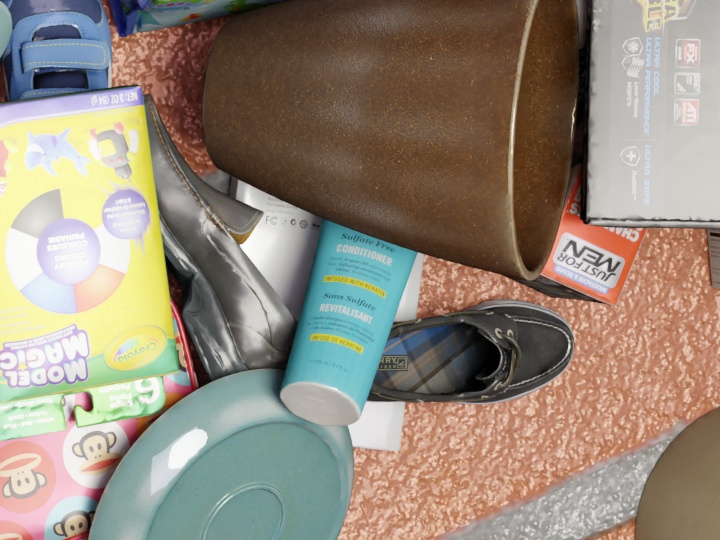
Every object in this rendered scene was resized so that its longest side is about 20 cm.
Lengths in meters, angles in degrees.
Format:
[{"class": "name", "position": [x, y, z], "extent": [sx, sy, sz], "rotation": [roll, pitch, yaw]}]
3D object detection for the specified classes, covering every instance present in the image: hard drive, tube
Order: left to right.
[{"class": "hard drive", "position": [-0.026, 0.011, 1.647], "extent": [0.132, 0.026, 0.200], "rotation": [7, 91, -18]}, {"class": "tube", "position": [0.000, 0.000, 1.581], "extent": [0.077, 0.050, 0.200], "rotation": [17, 59, -2]}]

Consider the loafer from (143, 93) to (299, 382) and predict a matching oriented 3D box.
[{"class": "loafer", "position": [-0.093, -0.023, 1.589], "extent": [0.072, 0.073, 0.200], "rotation": [-23, 95, -2]}]

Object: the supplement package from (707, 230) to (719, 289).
[{"class": "supplement package", "position": [0.339, -0.092, 1.695], "extent": [0.191, 0.147, 0.200], "rotation": [-6, 95, -16]}]

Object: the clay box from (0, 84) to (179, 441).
[{"class": "clay box", "position": [-0.174, -0.003, 1.500], "extent": [0.115, 0.048, 0.200], "rotation": [-10, 96, -19]}]

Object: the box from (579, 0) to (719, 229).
[{"class": "box", "position": [0.237, -0.123, 1.554], "extent": [0.198, 0.050, 0.200], "rotation": [2, 91, 2]}]

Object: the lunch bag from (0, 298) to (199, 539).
[{"class": "lunch bag", "position": [-0.193, 0.105, 1.569], "extent": [0.200, 0.082, 0.176], "rotation": [-16, 99, -17]}]

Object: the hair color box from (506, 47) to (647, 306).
[{"class": "hair color box", "position": [0.158, -0.081, 1.658], "extent": [0.064, 0.111, 0.200], "rotation": [23, 86, -17]}]

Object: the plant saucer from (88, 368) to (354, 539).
[{"class": "plant saucer", "position": [-0.079, 0.156, 1.587], "extent": [0.200, 0.027, 0.200], "rotation": [-21, 127, -31]}]

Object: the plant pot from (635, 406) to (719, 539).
[{"class": "plant pot", "position": [0.306, 0.186, 1.676], "extent": [0.187, 0.200, 0.187], "rotation": [-1, 93, -18]}]

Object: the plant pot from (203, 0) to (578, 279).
[{"class": "plant pot", "position": [0.014, -0.097, 1.527], "extent": [0.200, 0.187, 0.187], "rotation": [6, 92, 14]}]

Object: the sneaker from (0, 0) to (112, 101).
[{"class": "sneaker", "position": [-0.182, -0.102, 1.560], "extent": [0.074, 0.082, 0.200], "rotation": [-4, 93, -16]}]

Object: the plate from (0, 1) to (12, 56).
[{"class": "plate", "position": [-0.287, -0.096, 1.469], "extent": [0.200, 0.200, 0.026], "rotation": [-25, 77, -15]}]

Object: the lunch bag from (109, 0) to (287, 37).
[{"class": "lunch bag", "position": [-0.087, -0.263, 1.566], "extent": [0.170, 0.127, 0.200], "rotation": [-13, 84, -15]}]

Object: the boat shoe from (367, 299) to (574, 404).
[{"class": "boat shoe", "position": [0.067, 0.054, 1.640], "extent": [0.200, 0.066, 0.070], "rotation": [2, 93, -34]}]

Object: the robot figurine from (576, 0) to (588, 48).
[{"class": "robot figurine", "position": [0.110, -0.222, 1.632], "extent": [0.170, 0.113, 0.200], "rotation": [-6, 95, -49]}]
